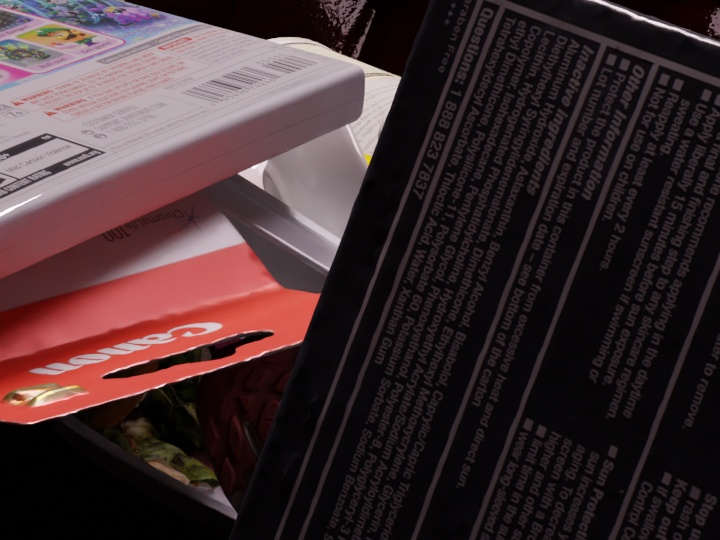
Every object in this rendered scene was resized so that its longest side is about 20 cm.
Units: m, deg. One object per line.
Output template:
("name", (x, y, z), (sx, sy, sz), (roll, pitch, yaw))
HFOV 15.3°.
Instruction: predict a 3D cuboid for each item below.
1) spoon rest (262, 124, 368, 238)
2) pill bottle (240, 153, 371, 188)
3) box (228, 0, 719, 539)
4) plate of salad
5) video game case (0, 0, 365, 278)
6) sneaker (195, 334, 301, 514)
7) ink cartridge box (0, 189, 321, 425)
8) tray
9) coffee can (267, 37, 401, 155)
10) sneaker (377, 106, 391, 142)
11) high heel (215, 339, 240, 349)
("spoon rest", (0.000, 0.000, 1.015), (0.060, 0.100, 0.200), (-19, -26, -10))
("pill bottle", (0.014, 0.006, 1.282), (0.199, 0.110, 0.109), (19, 6, -15))
("box", (0.092, 0.049, 0.680), (0.198, 0.201, 0.123), (26, 8, 41))
("plate of salad", (-0.041, 0.048, 0.908), (0.199, 0.048, 0.200), (26, 7, -4))
("video game case", (-0.126, -0.055, 0.856), (0.181, 0.024, 0.200), (17, 25, 28))
("sneaker", (0.031, 0.075, 0.832), (0.199, 0.078, 0.082), (30, 6, -26))
("ink cartridge box", (-0.104, -0.003, 0.798), (0.199, 0.048, 0.160), (7, 16, 44))
("tray", (0.005, 0.022, 0.923), (0.199, 0.022, 0.107), (32, -19, 1))
("coffee can", (0.008, -0.034, 1.458), (0.146, 0.147, 0.200), (15, 7, -42))
("sneaker", (0.050, -0.026, 0.988), (0.072, 0.072, 0.200), (-18, 21, 1))
("high heel", (-0.138, 0.018, 1.021), (0.199, 0.097, 0.067), (-2, -7, -7))
